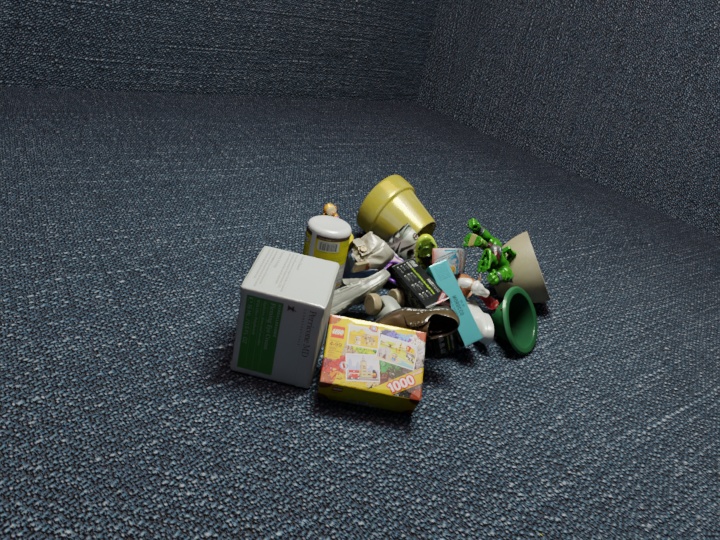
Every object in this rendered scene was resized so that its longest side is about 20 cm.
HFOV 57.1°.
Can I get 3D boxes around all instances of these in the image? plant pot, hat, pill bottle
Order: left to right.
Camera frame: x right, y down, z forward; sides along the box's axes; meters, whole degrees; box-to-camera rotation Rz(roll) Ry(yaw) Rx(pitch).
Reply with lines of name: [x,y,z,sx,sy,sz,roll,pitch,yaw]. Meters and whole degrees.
pill bottle: [-0.090,-0.024,1.616,0.108,0.202,0.110,10,25,-5]
plant pot: [0.122,-0.156,2.022,0.189,0.202,0.200,42,35,20]
hat: [0.338,0.133,1.683,0.175,0.168,0.199,-13,5,39]
plant pot: [0.436,0.007,1.856,0.133,0.202,0.201,-19,21,14]

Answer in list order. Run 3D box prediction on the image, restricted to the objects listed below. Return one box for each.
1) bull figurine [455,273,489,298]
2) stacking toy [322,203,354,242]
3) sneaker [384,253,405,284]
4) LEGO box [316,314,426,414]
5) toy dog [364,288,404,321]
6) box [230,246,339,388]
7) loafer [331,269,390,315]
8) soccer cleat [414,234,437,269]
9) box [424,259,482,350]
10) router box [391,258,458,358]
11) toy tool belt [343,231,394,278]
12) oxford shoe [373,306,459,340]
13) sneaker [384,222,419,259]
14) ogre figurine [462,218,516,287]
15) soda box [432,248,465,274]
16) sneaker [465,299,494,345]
bull figurine: [0.242,0.042,1.728,0.198,0.066,0.121,4,-7,20]
stacking toy: [-0.063,-0.094,1.761,0.116,0.202,0.109,-33,43,-22]
sneaker: [0.069,-0.014,1.795,0.199,0.081,0.088,28,14,28]
LEGO box: [0.022,0.186,1.314,0.197,0.077,0.150,11,57,-4]
toy dog: [0.072,0.134,1.534,0.130,0.097,0.201,9,40,-14]
box: [-0.151,0.092,1.352,0.169,0.201,0.201,13,27,0]
loafer: [-0.020,0.045,1.573,0.199,0.070,0.070,-29,75,-18]
soccer cleat: [0.182,-0.039,1.807,0.064,0.201,0.084,-17,50,6]
box: [0.213,0.081,1.551,0.049,0.202,0.082,-22,-10,-11]
router box: [0.151,0.085,1.560,0.062,0.151,0.200,-21,35,-11]
toy tool belt: [0.000,0.000,1.683,0.124,0.201,0.123,37,60,9]
oxford shoe: [0.113,0.117,1.395,0.198,0.074,0.084,-13,8,-3]
sneaker: [0.106,-0.058,1.875,0.089,0.200,0.074,45,62,-8]
ogre figurine: [0.349,-0.037,1.755,0.119,0.098,0.200,22,23,-39]
soda box: [0.229,-0.025,1.702,0.068,0.064,0.200,2,3,13]
sneaker: [0.250,0.125,1.637,0.114,0.075,0.200,5,17,-12]
